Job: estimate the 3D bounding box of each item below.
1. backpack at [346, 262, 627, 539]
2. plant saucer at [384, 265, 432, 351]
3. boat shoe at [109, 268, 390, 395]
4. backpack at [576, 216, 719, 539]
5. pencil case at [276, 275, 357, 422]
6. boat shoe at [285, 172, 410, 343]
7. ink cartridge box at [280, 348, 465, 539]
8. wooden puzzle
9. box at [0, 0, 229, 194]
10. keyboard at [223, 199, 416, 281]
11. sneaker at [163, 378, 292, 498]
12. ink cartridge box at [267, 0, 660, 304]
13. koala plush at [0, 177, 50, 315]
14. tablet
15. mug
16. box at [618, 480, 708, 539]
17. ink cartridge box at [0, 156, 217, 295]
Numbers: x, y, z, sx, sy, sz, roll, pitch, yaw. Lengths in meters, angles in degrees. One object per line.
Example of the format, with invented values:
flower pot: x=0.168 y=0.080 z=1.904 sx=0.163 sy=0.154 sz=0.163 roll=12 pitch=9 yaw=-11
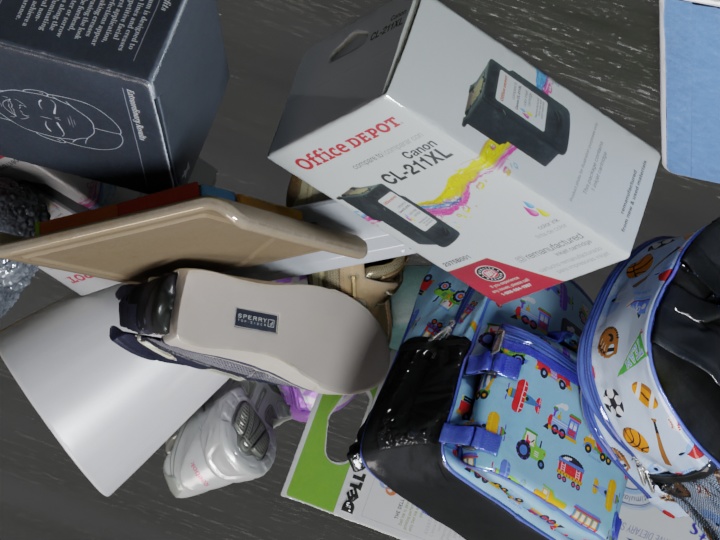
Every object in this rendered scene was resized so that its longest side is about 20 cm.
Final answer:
backpack: x=0.110 y=0.082 z=1.663 sx=0.182 sy=0.201 sz=0.134 roll=38 pitch=149 yaw=-31
plant saucer: x=0.085 y=0.063 z=1.836 sx=0.199 sy=0.036 sz=0.200 roll=17 pitch=154 yaw=8
boat shoe: x=-0.080 y=0.042 z=1.686 sx=0.199 sy=0.075 sz=0.093 roll=20 pitch=164 yaw=-35
backpack: x=0.234 y=0.066 z=1.584 sx=0.154 sy=0.200 sz=0.191 roll=-12 pitch=127 yaw=46
pencil case: x=-0.058 y=0.032 z=1.820 sx=0.084 sy=0.086 sz=0.200 roll=8 pitch=153 yaw=30
boat shoe: x=0.000 y=0.000 z=1.722 sx=0.064 sy=0.072 sz=0.200 roll=4 pitch=145 yaw=19
ink cartridge box: x=0.051 y=0.151 z=1.821 sx=0.199 sy=0.148 sz=0.076 roll=21 pitch=156 yaw=-1
wooden puzzle: x=-0.121 y=-0.023 z=1.599 sx=0.199 sy=0.037 sz=0.185 roll=-7 pitch=170 yaw=27
box: x=-0.198 y=-0.145 z=1.546 sx=0.199 sy=0.107 sz=0.149 roll=16 pitch=154 yaw=10
keyboard: x=-0.033 y=-0.023 z=1.661 sx=0.199 sy=0.011 sz=0.056 roll=-11 pitch=124 yaw=27
sneaker: x=-0.108 y=0.114 z=1.906 sx=0.099 sy=0.200 sz=0.078 roll=-27 pitch=101 yaw=23
ink cartridge box: x=0.063 y=-0.073 z=1.529 sx=0.200 sy=0.083 sz=0.146 roll=31 pitch=152 yaw=-23
koala plush: x=-0.325 y=0.036 z=1.692 sx=0.177 sy=0.201 sz=0.184 roll=20 pitch=157 yaw=5
tablet: x=0.241 y=-0.100 z=1.430 sx=0.129 sy=0.014 sz=0.200 roll=13 pitch=154 yaw=14
mug: x=-0.185 y=0.054 z=1.850 sx=0.187 sy=0.153 sz=0.150 roll=52 pitch=177 yaw=29
box: x=0.228 y=0.223 z=1.852 sx=0.183 sy=0.201 sz=0.105 roll=21 pitch=154 yaw=-2
ink cartridge box: x=-0.226 y=-0.076 z=1.729 sx=0.200 sy=0.086 sz=0.147 roll=36 pitch=150 yaw=-27
